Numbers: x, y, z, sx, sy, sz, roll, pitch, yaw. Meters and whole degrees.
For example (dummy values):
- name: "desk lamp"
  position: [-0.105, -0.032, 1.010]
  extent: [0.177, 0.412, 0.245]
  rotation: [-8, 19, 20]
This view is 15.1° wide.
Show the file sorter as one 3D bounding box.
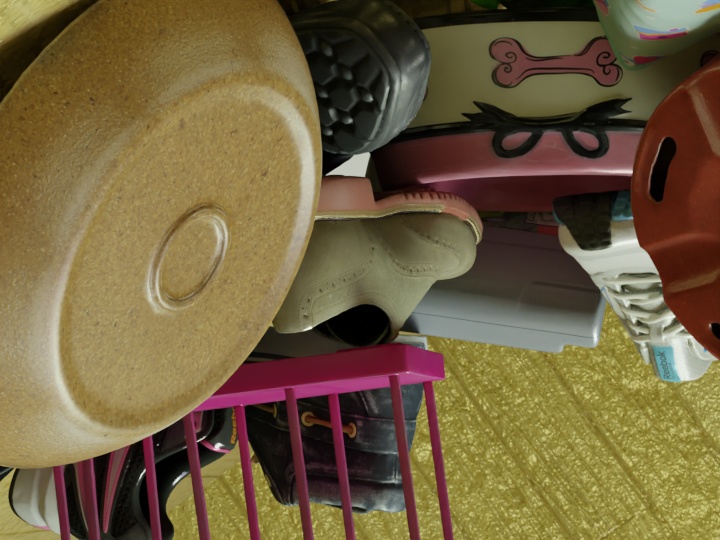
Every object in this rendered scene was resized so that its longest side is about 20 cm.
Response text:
- name: "file sorter"
  position: [-0.061, 0.108, 1.235]
  extent: [0.200, 0.125, 0.139]
  rotation: [-8, 176, 8]

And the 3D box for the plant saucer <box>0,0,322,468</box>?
- name: "plant saucer"
  position: [-0.073, -0.011, 0.983]
  extent: [0.200, 0.035, 0.200]
  rotation: [-38, 143, -36]

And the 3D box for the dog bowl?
- name: "dog bowl"
  position: [0.092, -0.071, 1.282]
  extent: [0.200, 0.074, 0.200]
  rotation: [-1, 175, 0]

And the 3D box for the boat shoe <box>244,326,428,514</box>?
- name: "boat shoe"
  position: [-0.041, 0.074, 1.384]
  extent: [0.071, 0.091, 0.200]
  rotation: [7, 177, -33]

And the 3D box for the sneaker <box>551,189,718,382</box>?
- name: "sneaker"
  position: [0.147, 0.008, 1.288]
  extent: [0.075, 0.087, 0.200]
  rotation: [0, 174, 27]

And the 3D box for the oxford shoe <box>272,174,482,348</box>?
- name: "oxford shoe"
  position: [0.000, 0.000, 1.233]
  extent: [0.071, 0.074, 0.200]
  rotation: [-9, 174, 28]

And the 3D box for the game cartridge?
- name: "game cartridge"
  position: [0.069, -0.041, 1.398]
  extent: [0.200, 0.133, 0.041]
  rotation: [-75, 165, -48]

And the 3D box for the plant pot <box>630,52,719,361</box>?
- name: "plant pot"
  position: [0.230, -0.050, 1.172]
  extent: [0.195, 0.201, 0.201]
  rotation: [-30, 173, -41]

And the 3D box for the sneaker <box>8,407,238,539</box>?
- name: "sneaker"
  position: [-0.089, 0.053, 1.349]
  extent: [0.080, 0.086, 0.200]
  rotation: [13, 103, -64]

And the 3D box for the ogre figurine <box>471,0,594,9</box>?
- name: "ogre figurine"
  position: [0.144, -0.159, 1.254]
  extent: [0.200, 0.098, 0.120]
  rotation: [-44, 165, -8]

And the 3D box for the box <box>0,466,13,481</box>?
- name: "box"
  position: [-0.252, 0.135, 1.161]
  extent: [0.160, 0.044, 0.200]
  rotation: [-31, 174, -39]

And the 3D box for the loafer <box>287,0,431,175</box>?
- name: "loafer"
  position: [-0.005, -0.085, 1.162]
  extent: [0.070, 0.068, 0.201]
  rotation: [-39, -179, -16]

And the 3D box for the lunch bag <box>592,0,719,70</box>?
- name: "lunch bag"
  position: [0.175, -0.183, 1.106]
  extent: [0.200, 0.122, 0.170]
  rotation: [-29, 174, 0]

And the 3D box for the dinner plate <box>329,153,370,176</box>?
- name: "dinner plate"
  position: [-0.039, -0.022, 1.504]
  extent: [0.200, 0.024, 0.200]
  rotation: [-46, 178, -2]
